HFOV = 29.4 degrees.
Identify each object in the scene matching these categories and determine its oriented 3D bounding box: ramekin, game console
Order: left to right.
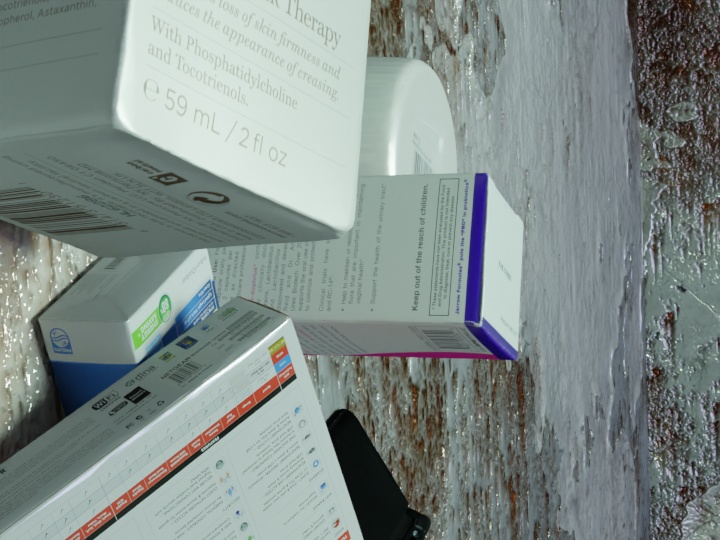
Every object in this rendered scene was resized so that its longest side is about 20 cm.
[{"bbox_3d":[-0.029,0.241,1.099,0.177,0.116,0.200,-65,170,25],"label":"game console"},{"bbox_3d":[0.009,-0.075,1.087,0.200,0.097,0.202,0,90,-70],"label":"ramekin"}]

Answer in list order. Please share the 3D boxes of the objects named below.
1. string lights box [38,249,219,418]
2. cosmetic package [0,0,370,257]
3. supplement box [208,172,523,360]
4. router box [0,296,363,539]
[{"bbox_3d":[-0.116,0.093,0.798,0.103,0.058,0.201,-55,140,-57],"label":"string lights box"},{"bbox_3d":[-0.106,-0.126,0.632,0.167,0.165,0.202,22,68,-53],"label":"cosmetic package"},{"bbox_3d":[0.000,0.000,0.915,0.101,0.198,0.104,40,51,-65],"label":"supplement box"},{"bbox_3d":[-0.098,0.143,0.727,0.200,0.049,0.181,-36,125,-32],"label":"router box"}]
